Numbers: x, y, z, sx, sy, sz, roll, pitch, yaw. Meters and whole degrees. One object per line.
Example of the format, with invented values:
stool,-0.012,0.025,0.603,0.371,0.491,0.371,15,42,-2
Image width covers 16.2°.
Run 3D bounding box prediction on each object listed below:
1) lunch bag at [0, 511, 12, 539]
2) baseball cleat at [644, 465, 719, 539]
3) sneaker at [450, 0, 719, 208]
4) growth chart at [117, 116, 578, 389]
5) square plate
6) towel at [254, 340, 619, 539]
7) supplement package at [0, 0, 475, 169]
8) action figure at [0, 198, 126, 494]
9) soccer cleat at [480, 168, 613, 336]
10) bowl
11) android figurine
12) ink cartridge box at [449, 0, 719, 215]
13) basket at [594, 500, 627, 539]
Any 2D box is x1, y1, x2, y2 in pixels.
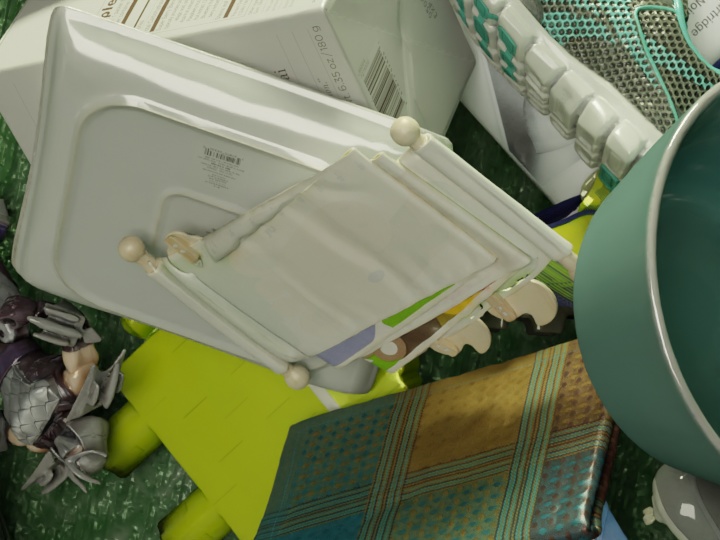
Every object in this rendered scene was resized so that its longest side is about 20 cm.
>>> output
lunch bag,-0.286,0.173,1.364,0.199,0.140,0.168,-4,136,13
baseball cleat,0.234,0.123,1.215,0.106,0.199,0.070,-40,38,31
sneaker,0.119,-0.117,1.252,0.091,0.078,0.200,-40,79,-10
growth chart,0.000,0.000,1.200,0.199,0.018,0.145,-24,127,35
square plate,-0.071,-0.023,1.237,0.199,0.029,0.199,19,139,1
towel,0.036,0.102,1.218,0.199,0.147,0.022,-18,122,29
supplement package,-0.065,-0.101,1.267,0.199,0.120,0.122,-8,127,28
action figure,-0.195,0.039,1.364,0.200,0.069,0.130,52,123,20
soccer cleat,0.142,-0.009,1.265,0.199,0.065,0.084,1,87,-6
bowl,0.174,0.017,1.144,0.105,0.200,0.202,-19,87,53
android figurine,-0.049,0.061,1.352,0.200,0.041,0.182,-44,81,15
ink cartridge box,0.146,-0.128,1.293,0.200,0.041,0.200,-45,82,12
basket,0.123,0.157,1.272,0.199,0.139,0.177,-30,85,-20
